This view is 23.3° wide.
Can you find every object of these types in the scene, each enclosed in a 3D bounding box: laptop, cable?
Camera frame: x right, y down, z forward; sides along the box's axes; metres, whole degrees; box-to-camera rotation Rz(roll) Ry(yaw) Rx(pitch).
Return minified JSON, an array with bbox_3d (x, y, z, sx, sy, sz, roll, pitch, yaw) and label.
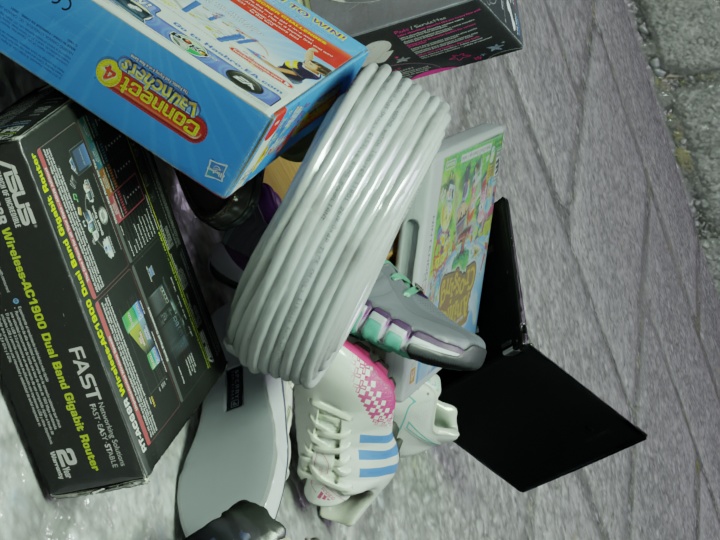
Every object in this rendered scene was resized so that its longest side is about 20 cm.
[{"bbox_3d":[0.129,0.069,1.484,0.116,0.187,0.201,5,67,-29],"label":"laptop"},{"bbox_3d":[-0.013,-0.025,1.040,0.200,0.069,0.200,-62,179,-2],"label":"cable"}]

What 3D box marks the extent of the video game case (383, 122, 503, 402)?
[{"bbox_3d":[0.064,-0.011,1.321,0.200,0.022,0.183,-30,129,-68],"label":"video game case"}]

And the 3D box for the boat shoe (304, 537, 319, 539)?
[{"bbox_3d":[-0.022,0.193,1.064,0.200,0.057,0.067,-177,-107,-72],"label":"boat shoe"}]

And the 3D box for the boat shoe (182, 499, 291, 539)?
[{"bbox_3d":[-0.086,0.233,1.019,0.093,0.075,0.200,-25,124,-33],"label":"boat shoe"}]

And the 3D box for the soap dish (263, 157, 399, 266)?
[{"bbox_3d":[-0.017,-0.058,1.305,0.158,0.081,0.200,62,20,3],"label":"soap dish"}]

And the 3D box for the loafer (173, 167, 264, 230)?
[{"bbox_3d":[-0.116,-0.122,1.150,0.072,0.073,0.200,20,49,-57],"label":"loafer"}]

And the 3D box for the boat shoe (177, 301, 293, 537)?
[{"bbox_3d":[-0.071,0.113,1.123,0.200,0.071,0.070,-93,157,-43],"label":"boat shoe"}]

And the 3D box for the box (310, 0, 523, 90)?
[{"bbox_3d":[0.008,-0.222,1.345,0.115,0.200,0.132,29,50,-65],"label":"box"}]

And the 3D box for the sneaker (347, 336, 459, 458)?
[{"bbox_3d":[0.017,0.077,1.371,0.200,0.080,0.071,56,30,-44],"label":"sneaker"}]

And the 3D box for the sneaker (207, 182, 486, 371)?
[{"bbox_3d":[0.000,0.000,1.178,0.074,0.200,0.088,66,46,-84],"label":"sneaker"}]

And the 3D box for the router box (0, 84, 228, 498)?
[{"bbox_3d":[-0.151,0.003,0.964,0.150,0.062,0.200,-58,132,-66],"label":"router box"}]

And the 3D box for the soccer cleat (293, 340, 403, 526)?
[{"bbox_3d":[-0.014,0.117,1.226,0.086,0.070,0.200,-61,155,-24],"label":"soccer cleat"}]

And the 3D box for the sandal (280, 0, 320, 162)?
[{"bbox_3d":[-0.072,-0.164,1.111,0.057,0.080,0.201,-20,85,-47],"label":"sandal"}]

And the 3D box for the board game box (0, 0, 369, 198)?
[{"bbox_3d":[-0.114,-0.140,0.995,0.200,0.056,0.196,34,23,4],"label":"board game box"}]
